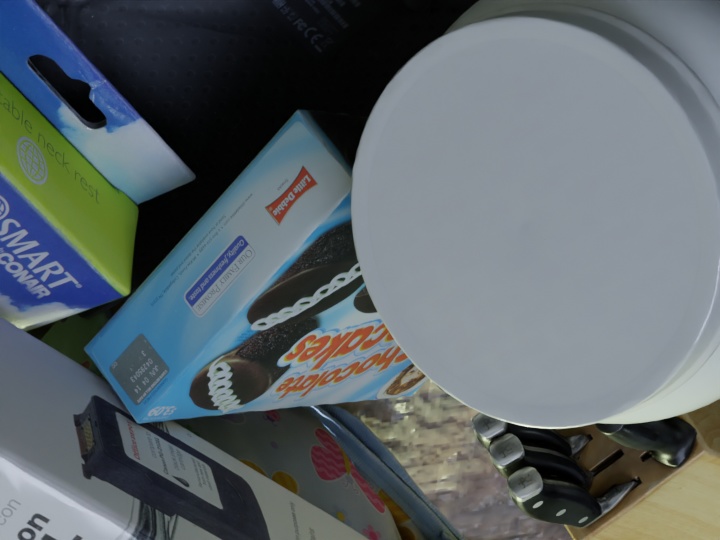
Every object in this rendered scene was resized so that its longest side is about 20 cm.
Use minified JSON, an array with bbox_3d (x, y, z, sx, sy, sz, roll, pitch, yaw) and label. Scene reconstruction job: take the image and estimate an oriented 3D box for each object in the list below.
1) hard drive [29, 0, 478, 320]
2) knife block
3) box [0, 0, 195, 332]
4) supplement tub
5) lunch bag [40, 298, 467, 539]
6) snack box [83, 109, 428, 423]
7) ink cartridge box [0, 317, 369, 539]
[{"bbox_3d":[-0.060,-0.080,0.789,0.200,0.042,0.135,-36,131,12],"label":"hard drive"},{"bbox_3d":[0.107,0.073,0.862,0.064,0.176,0.200,-37,109,17],"label":"knife block"},{"bbox_3d":[-0.170,-0.017,0.756,0.199,0.048,0.122,-20,137,23],"label":"box"},{"bbox_3d":[0.099,-0.033,0.735,0.200,0.144,0.145,-21,147,-57],"label":"supplement tub"},{"bbox_3d":[-0.073,0.124,0.900,0.200,0.127,0.170,33,111,-26],"label":"lunch bag"},{"bbox_3d":[0.000,0.000,0.820,0.116,0.037,0.200,-47,160,21],"label":"snack box"},{"bbox_3d":[-0.102,0.121,0.769,0.200,0.084,0.145,33,110,-23],"label":"ink cartridge box"}]
